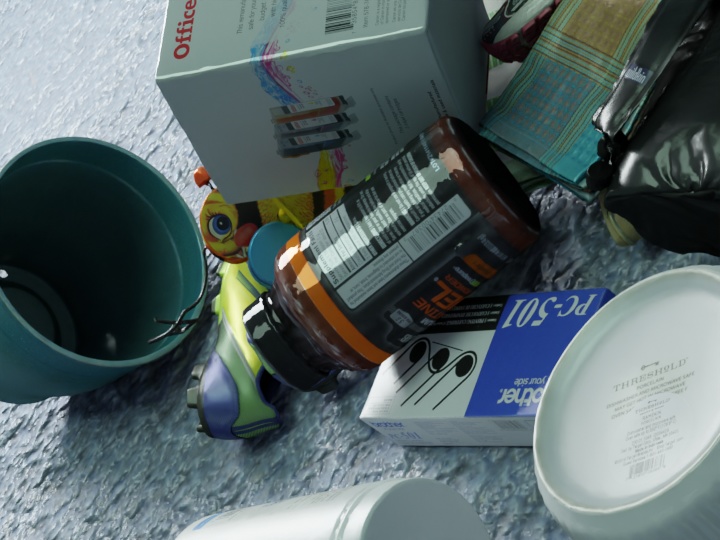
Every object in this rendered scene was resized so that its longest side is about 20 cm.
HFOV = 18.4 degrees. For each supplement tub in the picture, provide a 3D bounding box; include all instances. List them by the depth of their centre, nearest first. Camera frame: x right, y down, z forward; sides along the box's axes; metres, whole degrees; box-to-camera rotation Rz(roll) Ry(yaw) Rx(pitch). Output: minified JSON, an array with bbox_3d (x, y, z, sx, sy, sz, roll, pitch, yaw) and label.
[{"bbox_3d":[-0.025,0.207,1.398,0.199,0.132,0.132,-15,47,45],"label":"supplement tub"},{"bbox_3d":[0.016,-0.005,1.491,0.200,0.107,0.107,-39,34,14],"label":"supplement tub"}]

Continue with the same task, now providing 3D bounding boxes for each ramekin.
[{"bbox_3d":[0.191,0.091,1.254,0.200,0.105,0.201,-33,37,29],"label":"ramekin"}]

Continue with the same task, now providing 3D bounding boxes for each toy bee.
[{"bbox_3d":[-0.076,-0.036,1.652,0.199,0.109,0.131,-22,-2,-27],"label":"toy bee"}]

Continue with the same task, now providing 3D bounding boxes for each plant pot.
[{"bbox_3d":[-0.256,0.020,1.846,0.188,0.199,0.201,-38,31,50],"label":"plant pot"}]

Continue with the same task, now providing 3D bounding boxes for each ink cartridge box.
[{"bbox_3d":[0.091,0.066,1.466,0.200,0.044,0.094,-6,56,51],"label":"ink cartridge box"},{"bbox_3d":[-0.023,-0.155,1.557,0.199,0.145,0.146,-7,51,17],"label":"ink cartridge box"}]

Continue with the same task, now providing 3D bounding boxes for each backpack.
[{"bbox_3d":[0.248,-0.108,1.357,0.166,0.127,0.201,3,59,40],"label":"backpack"}]

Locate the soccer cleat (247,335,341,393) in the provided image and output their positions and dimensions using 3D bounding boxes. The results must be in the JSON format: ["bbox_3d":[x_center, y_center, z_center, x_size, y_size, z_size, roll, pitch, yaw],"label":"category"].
[{"bbox_3d":[0.000,0.001,1.599,0.200,0.084,0.065,-49,32,7],"label":"soccer cleat"}]

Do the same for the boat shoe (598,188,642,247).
[{"bbox_3d":[0.164,-0.092,1.505,0.063,0.073,0.201,-40,41,12],"label":"boat shoe"}]

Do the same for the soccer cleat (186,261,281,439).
[{"bbox_3d":[-0.076,0.049,1.705,0.083,0.065,0.201,-3,46,15],"label":"soccer cleat"}]

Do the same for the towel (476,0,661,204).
[{"bbox_3d":[0.164,-0.152,1.467,0.201,0.022,0.147,-58,33,2],"label":"towel"}]

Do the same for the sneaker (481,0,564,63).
[{"bbox_3d":[0.148,-0.236,1.576,0.075,0.081,0.200,35,89,17],"label":"sneaker"}]

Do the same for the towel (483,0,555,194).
[{"bbox_3d":[0.060,-0.116,1.602,0.152,0.023,0.201,-20,47,8],"label":"towel"}]
